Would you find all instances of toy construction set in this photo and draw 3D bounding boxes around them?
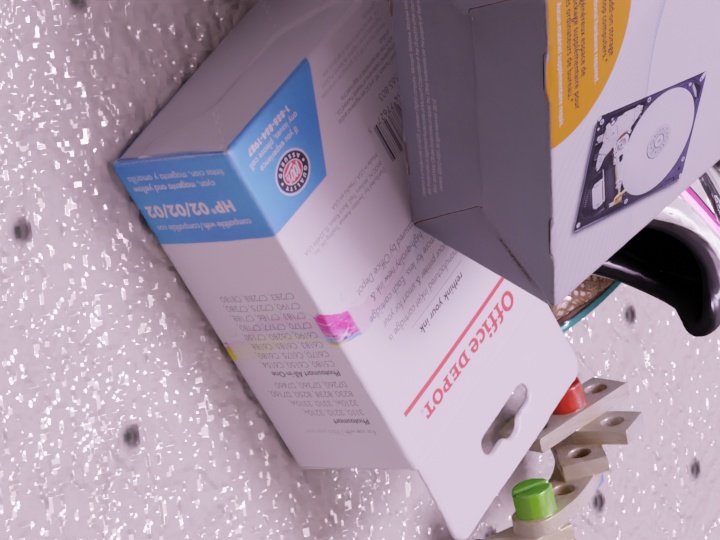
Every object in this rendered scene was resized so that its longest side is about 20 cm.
[{"bbox_3d":[0.105,0.149,1.066,0.131,0.092,0.200,-21,96,-22],"label":"toy construction set"}]

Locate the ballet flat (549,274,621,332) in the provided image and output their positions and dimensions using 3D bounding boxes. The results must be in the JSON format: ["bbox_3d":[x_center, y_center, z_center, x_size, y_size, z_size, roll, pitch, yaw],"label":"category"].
[{"bbox_3d":[0.117,-0.036,1.112,0.200,0.070,0.065,-37,106,-46],"label":"ballet flat"}]

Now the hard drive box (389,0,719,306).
[{"bbox_3d":[0.106,-0.111,0.921,0.200,0.077,0.156,-41,145,-28],"label":"hard drive box"}]

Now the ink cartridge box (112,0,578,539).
[{"bbox_3d":[0.000,0.000,0.974,0.115,0.068,0.200,-51,124,-36],"label":"ink cartridge box"}]

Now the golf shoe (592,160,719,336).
[{"bbox_3d":[0.085,-0.048,1.020,0.200,0.073,0.092,28,50,-11],"label":"golf shoe"}]
